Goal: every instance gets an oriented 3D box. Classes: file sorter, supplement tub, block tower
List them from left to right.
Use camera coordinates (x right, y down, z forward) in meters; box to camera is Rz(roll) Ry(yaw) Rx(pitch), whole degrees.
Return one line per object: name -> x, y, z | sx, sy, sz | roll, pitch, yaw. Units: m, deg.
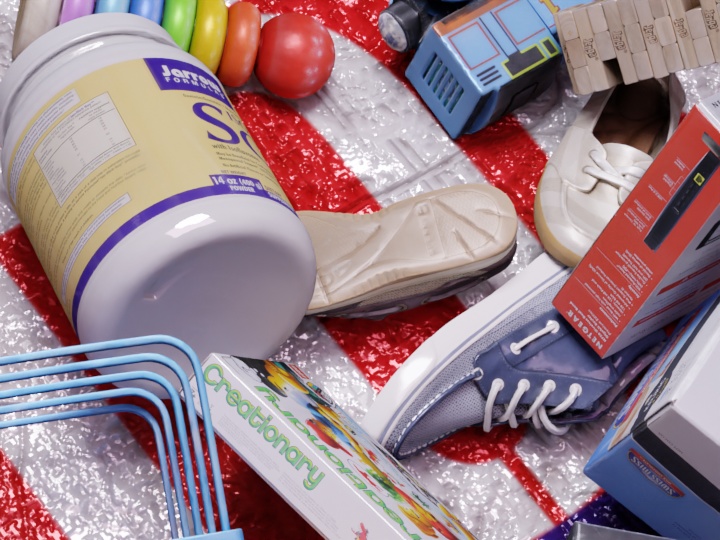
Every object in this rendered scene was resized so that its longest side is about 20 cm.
file sorter -> -0.153, 0.119, 1.528 | 0.138, 0.200, 0.123 | -9, 78, -13
supplement tub -> -0.125, -0.041, 1.652 | 0.145, 0.146, 0.200 | -16, 49, -18
block tower -> 0.216, -0.154, 1.712 | 0.054, 0.199, 0.058 | -29, 104, -62

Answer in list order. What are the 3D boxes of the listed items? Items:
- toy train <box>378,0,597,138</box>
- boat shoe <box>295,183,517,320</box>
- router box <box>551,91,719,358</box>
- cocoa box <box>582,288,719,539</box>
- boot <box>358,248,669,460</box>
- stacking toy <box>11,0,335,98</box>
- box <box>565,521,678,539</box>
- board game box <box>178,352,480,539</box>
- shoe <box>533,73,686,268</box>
toy train -> 0.107, -0.174, 1.820 | 0.200, 0.087, 0.114 | -30, 80, -25
boat shoe -> 0.000, 0.000, 1.714 | 0.199, 0.065, 0.072 | -14, 58, 3
router box -> 0.226, -0.049, 1.681 | 0.200, 0.180, 0.049 | -25, 66, -45
cocoa box -> 0.257, 0.112, 1.640 | 0.200, 0.131, 0.134 | 38, 62, -2
boot -> 0.093, 0.067, 1.687 | 0.090, 0.073, 0.200 | 41, 62, 19
stacking toy -> -0.114, -0.147, 1.775 | 0.199, 0.085, 0.086 | 12, 60, -11
box -> 0.148, 0.259, 1.564 | 0.106, 0.122, 0.201 | 10, 61, -4
board game box -> -0.001, 0.125, 1.576 | 0.200, 0.126, 0.035 | 43, 100, 18
shoe -> 0.158, -0.078, 1.762 | 0.070, 0.053, 0.200 | 22, 45, 4
